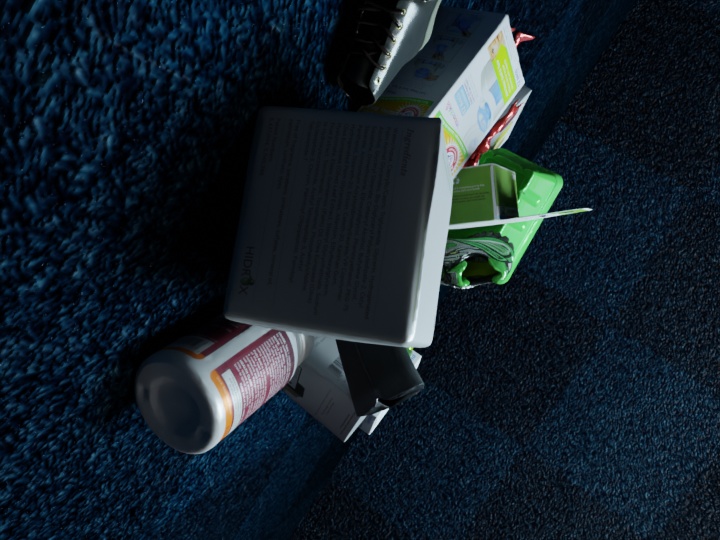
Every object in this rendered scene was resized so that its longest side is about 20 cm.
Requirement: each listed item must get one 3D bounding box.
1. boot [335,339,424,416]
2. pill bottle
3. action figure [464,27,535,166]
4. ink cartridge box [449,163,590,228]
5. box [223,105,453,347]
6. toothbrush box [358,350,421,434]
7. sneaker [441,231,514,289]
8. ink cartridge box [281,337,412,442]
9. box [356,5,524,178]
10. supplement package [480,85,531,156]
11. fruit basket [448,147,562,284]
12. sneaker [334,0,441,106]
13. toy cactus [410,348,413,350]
[{"bbox_3d":[0.027,0.056,0.751,0.065,0.201,0.165,7,143,-39],"label":"boot"},{"bbox_3d":[-0.143,0.105,0.700,0.200,0.114,0.114,-35,155,-56],"label":"pill bottle"},{"bbox_3d":[0.185,-0.234,0.868,0.052,0.065,0.201,-5,125,-38],"label":"action figure"},{"bbox_3d":[0.195,-0.101,0.822,0.148,0.199,0.076,-9,93,-66],"label":"ink cartridge box"},{"bbox_3d":[-0.006,-0.031,0.612,0.199,0.171,0.201,34,65,-76],"label":"box"},{"bbox_3d":[-0.017,0.165,1.094,0.146,0.200,0.085,-47,164,-32],"label":"toothbrush box"},{"bbox_3d":[0.123,-0.014,0.909,0.085,0.199,0.078,-63,144,-59],"label":"sneaker"},{"bbox_3d":[-0.050,0.113,0.863,0.146,0.200,0.084,-38,161,-51],"label":"ink cartridge box"},{"bbox_3d":[0.100,-0.211,0.769,0.200,0.101,0.113,-53,141,-13],"label":"box"},{"bbox_3d":[0.182,-0.244,1.036,0.200,0.109,0.114,-47,165,-35],"label":"supplement package"},{"bbox_3d":[0.229,-0.095,1.040,0.215,0.155,0.216,-39,147,-31],"label":"fruit basket"},{"bbox_3d":[0.024,-0.233,0.574,0.106,0.075,0.200,-57,168,-10],"label":"sneaker"},{"bbox_3d":[0.009,0.128,1.005,0.200,0.102,0.166,25,79,-43],"label":"toy cactus"}]
